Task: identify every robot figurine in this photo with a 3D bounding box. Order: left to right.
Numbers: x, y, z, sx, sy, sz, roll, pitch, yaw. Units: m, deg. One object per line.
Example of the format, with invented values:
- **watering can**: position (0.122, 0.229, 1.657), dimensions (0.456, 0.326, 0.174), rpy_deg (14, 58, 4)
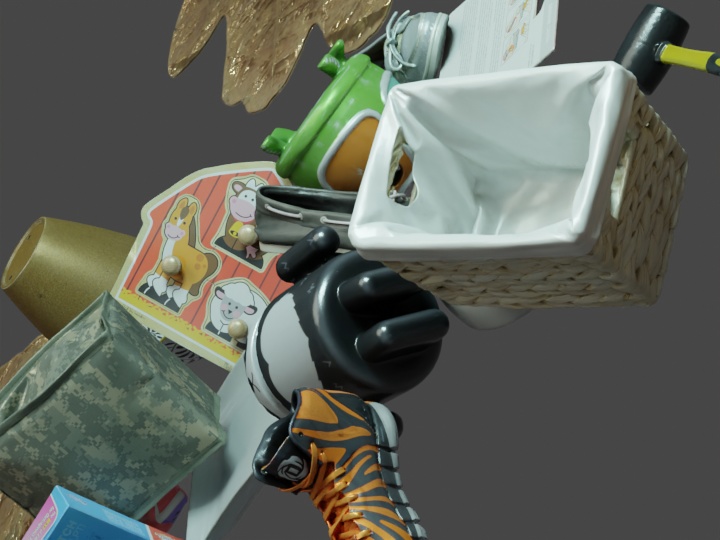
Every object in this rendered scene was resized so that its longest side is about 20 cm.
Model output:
- **robot figurine**: position (-0.015, 0.057, 1.368), dimensions (0.200, 0.125, 0.150), rpy_deg (-33, 35, 53)

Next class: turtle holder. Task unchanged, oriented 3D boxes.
- **turtle holder**: position (-0.008, -0.120, 1.571), dimensions (0.141, 0.132, 0.186), rpy_deg (-56, 4, -11)

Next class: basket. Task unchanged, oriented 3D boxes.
- **basket**: position (0.114, -0.053, 1.175), dimensions (0.200, 0.123, 0.136), rpy_deg (0, 66, 40)

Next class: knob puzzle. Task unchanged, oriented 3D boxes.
- **knob puzzle**: position (-0.130, -0.016, 1.632), dimensions (0.220, 0.220, 0.030), rpy_deg (-57, -12, 2)

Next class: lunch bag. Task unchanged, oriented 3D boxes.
- **lunch bag**: position (-0.250, 0.150, 1.561), dimensions (0.200, 0.164, 0.118), rpy_deg (-42, 22, 8)

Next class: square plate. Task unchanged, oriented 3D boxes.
- **square plate**: position (-0.104, 0.148, 1.538), dimensions (0.200, 0.028, 0.198), rpy_deg (-56, 21, 34)

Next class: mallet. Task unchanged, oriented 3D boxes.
- **mallet**: position (0.255, -0.159, 1.215), dimensions (0.200, 0.041, 0.066), rpy_deg (15, 78, 62)

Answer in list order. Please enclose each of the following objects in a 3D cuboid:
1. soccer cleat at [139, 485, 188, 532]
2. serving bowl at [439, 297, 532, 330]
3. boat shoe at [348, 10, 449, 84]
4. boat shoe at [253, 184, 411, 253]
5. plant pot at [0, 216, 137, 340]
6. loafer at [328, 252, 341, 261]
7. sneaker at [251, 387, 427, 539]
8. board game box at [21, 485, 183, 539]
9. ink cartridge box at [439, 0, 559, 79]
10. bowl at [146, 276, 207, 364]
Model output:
- **soccer cleat**: position (-0.225, 0.223, 1.695), dimensions (0.073, 0.068, 0.200), rpy_deg (-41, 20, -8)
- **serving bowl**: position (0.114, -0.055, 1.329), dimensions (0.200, 0.066, 0.200), rpy_deg (-44, 27, 30)
- **boat shoe**: position (0.034, -0.204, 1.631), dimensions (0.202, 0.065, 0.074), rpy_deg (160, 124, -74)
- **boat shoe**: position (-0.009, -0.048, 1.467), dimensions (0.200, 0.057, 0.067), rpy_deg (-1, 19, 29)
- **plant pot**: position (-0.292, 0.027, 1.891), dimensions (0.186, 0.200, 0.186), rpy_deg (-45, 25, 28)
- **loafer**: position (0.000, 0.000, 1.519), dimensions (0.063, 0.072, 0.200), rpy_deg (-22, 17, -17)
- **sneaker**: position (-0.021, 0.171, 1.225), dimensions (0.078, 0.112, 0.200), rpy_deg (-46, 42, 30)
- **board game box**: position (-0.262, 0.311, 1.527), dimensions (0.200, 0.153, 0.040), rpy_deg (-57, 34, 4)
- **ink cartridge box**: position (0.136, -0.201, 1.494), dimensions (0.176, 0.045, 0.200), rpy_deg (-39, 30, 42)
- **bowl**: position (-0.168, 0.026, 1.761), dimensions (0.201, 0.094, 0.201), rpy_deg (-39, 32, 31)
